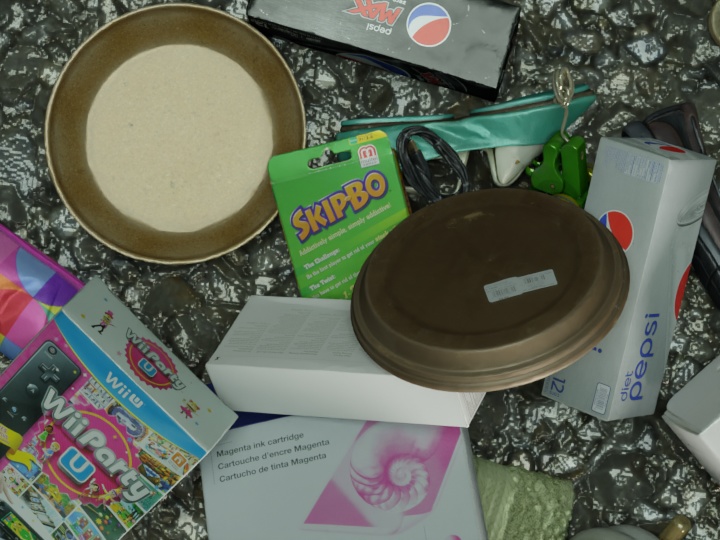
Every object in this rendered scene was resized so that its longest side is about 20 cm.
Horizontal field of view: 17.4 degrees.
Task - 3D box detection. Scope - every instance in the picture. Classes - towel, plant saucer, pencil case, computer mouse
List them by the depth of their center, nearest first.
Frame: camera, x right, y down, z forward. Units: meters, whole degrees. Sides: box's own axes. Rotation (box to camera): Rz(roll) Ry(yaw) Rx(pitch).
[{"bbox_3d":[0.089,0.006,1.654,0.199,0.030,0.200,-8,41,7],"label":"plant saucer"},{"bbox_3d":[0.075,0.232,1.734,0.148,0.036,0.201,20,83,-18],"label":"towel"},{"bbox_3d":[0.071,-0.016,1.760,0.058,0.034,0.201,-20,102,-7],"label":"computer mouse"},{"bbox_3d":[-0.267,0.011,1.764,0.200,0.088,0.088,39,86,2],"label":"pencil case"},{"bbox_3d":[-0.139,-0.102,1.795,0.200,0.035,0.201,0,84,2],"label":"plant saucer"}]

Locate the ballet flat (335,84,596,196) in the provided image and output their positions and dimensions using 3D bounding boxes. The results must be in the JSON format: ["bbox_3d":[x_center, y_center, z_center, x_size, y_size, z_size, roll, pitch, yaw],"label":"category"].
[{"bbox_3d":[0.082,-0.092,1.777,0.199,0.067,0.071,-9,93,5],"label":"ballet flat"}]

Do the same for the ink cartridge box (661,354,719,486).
[{"bbox_3d":[0.341,0.135,1.707,0.146,0.086,0.200,-42,105,-3],"label":"ink cartridge box"}]

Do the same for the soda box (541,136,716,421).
[{"bbox_3d":[0.196,0.005,1.722,0.063,0.068,0.201,21,104,36],"label":"soda box"}]

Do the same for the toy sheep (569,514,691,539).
[{"bbox_3d":[0.189,0.244,1.698,0.200,0.138,0.138,-9,83,-33],"label":"toy sheep"}]

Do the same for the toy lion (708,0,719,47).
[{"bbox_3d":[0.377,-0.184,1.781,0.192,0.069,0.200,37,86,-2],"label":"toy lion"}]

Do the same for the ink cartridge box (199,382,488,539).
[{"bbox_3d":[-0.017,0.145,1.697,0.196,0.043,0.201,-14,64,7],"label":"ink cartridge box"}]

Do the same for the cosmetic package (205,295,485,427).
[{"bbox_3d":[-0.004,0.065,1.693,0.199,0.083,0.051,3,127,28],"label":"cosmetic package"}]

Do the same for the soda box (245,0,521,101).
[{"bbox_3d":[0.018,-0.191,1.786,0.199,0.063,0.071,17,85,4],"label":"soda box"}]

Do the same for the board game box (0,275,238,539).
[{"bbox_3d":[-0.208,0.124,1.706,0.148,0.064,0.200,44,120,-2],"label":"board game box"}]

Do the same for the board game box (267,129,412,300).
[{"bbox_3d":[0.000,0.000,1.756,0.095,0.030,0.201,-13,102,8],"label":"board game box"}]

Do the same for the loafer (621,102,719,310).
[{"bbox_3d":[0.270,-0.035,1.762,0.063,0.072,0.200,-29,81,-6],"label":"loafer"}]

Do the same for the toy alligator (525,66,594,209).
[{"bbox_3d":[0.146,-0.060,1.750,0.054,0.059,0.200,3,121,31],"label":"toy alligator"}]
